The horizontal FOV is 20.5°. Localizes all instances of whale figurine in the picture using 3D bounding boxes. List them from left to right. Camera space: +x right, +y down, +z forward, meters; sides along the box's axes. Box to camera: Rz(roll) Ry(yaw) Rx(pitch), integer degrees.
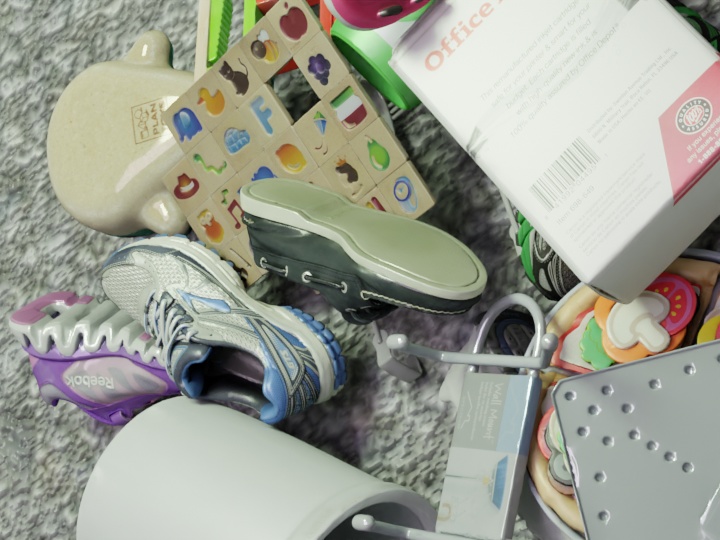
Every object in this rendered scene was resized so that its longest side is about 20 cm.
[{"bbox_3d":[-0.134,-0.097,1.463,0.198,0.104,0.161,-18,73,26],"label":"whale figurine"}]

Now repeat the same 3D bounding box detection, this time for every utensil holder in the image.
[{"bbox_3d":[-0.068,0.190,1.325,0.199,0.169,0.172,23,97,41],"label":"utensil holder"}]

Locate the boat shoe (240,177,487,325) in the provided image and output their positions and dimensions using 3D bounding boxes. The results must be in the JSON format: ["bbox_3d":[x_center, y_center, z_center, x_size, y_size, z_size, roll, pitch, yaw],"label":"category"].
[{"bbox_3d":[-0.002,0.001,1.270,0.198,0.074,0.067,21,118,33],"label":"boat shoe"}]

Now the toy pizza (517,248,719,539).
[{"bbox_3d":[0.185,0.079,1.179,0.198,0.032,0.202,-6,69,16],"label":"toy pizza"}]

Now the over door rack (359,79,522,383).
[{"bbox_3d":[0.031,-0.050,1.343,0.147,0.066,0.201,-39,62,28],"label":"over door rack"}]

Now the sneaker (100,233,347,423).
[{"bbox_3d":[-0.109,0.042,1.372,0.199,0.085,0.078,25,131,24],"label":"sneaker"}]

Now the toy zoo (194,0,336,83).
[{"bbox_3d":[-0.023,-0.203,1.389,0.198,0.020,0.132,-15,53,21],"label":"toy zoo"}]

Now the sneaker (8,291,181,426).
[{"bbox_3d":[-0.167,0.074,1.479,0.198,0.080,0.089,7,113,26],"label":"sneaker"}]

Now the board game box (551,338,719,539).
[{"bbox_3d":[0.226,0.138,1.120,0.198,0.026,0.202,-14,80,6],"label":"board game box"}]

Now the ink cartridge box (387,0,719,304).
[{"bbox_3d":[0.133,-0.103,1.176,0.146,0.085,0.200,-45,65,11],"label":"ink cartridge box"}]

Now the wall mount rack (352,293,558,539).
[{"bbox_3d":[0.070,0.104,1.170,0.173,0.074,0.202,-1,75,55],"label":"wall mount rack"}]

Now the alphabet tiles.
[{"bbox_3d":[-0.055,-0.068,1.339,0.200,0.008,0.168,-37,85,43],"label":"alphabet tiles"}]

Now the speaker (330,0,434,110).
[{"bbox_3d":[0.073,-0.200,1.283,0.200,0.088,0.088,-47,56,-4],"label":"speaker"}]

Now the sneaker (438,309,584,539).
[{"bbox_3d":[0.116,0.124,1.261,0.087,0.074,0.201,-52,52,41],"label":"sneaker"}]

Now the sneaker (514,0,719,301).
[{"bbox_3d":[0.165,-0.068,1.233,0.085,0.078,0.201,36,105,35],"label":"sneaker"}]

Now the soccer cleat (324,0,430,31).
[{"bbox_3d":[0.030,-0.216,1.219,0.086,0.070,0.201,-8,40,56],"label":"soccer cleat"}]
